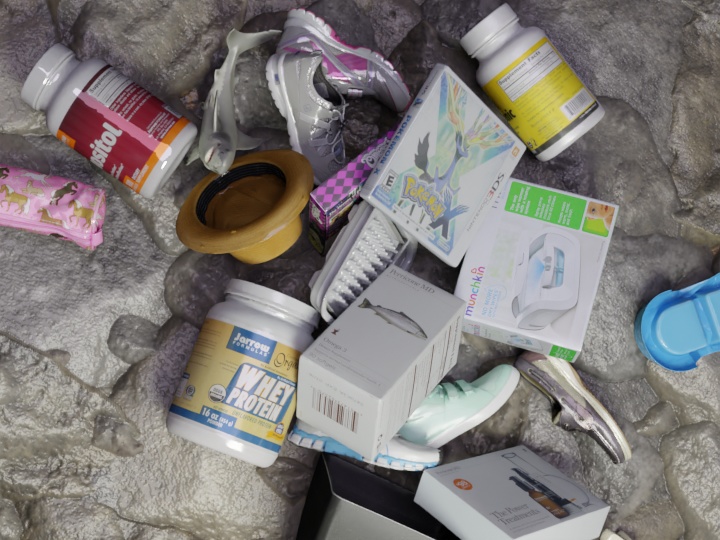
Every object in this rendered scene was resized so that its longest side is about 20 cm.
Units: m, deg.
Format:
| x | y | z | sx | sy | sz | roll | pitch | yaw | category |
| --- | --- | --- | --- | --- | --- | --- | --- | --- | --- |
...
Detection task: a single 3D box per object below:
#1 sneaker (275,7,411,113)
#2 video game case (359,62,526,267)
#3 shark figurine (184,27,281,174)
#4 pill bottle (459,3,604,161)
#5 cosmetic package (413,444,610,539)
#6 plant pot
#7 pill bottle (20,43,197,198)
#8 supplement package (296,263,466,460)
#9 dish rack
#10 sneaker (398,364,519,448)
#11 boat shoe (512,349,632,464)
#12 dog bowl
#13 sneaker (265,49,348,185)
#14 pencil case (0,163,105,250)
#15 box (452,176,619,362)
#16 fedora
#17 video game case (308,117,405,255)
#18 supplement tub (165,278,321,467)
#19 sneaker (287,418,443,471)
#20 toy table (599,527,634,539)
| x | y | z | sx | sy | sz | roll | pitch | yaw | category |
| --- | --- | --- | --- | --- | --- | --- | --- | --- | --- |
| -0.028 | -0.256 | 1.498 | 0.200 | 0.081 | 0.088 | 31 | 83 | 0 | sneaker |
| 0.105 | -0.123 | 1.382 | 0.200 | 0.022 | 0.183 | 35 | 84 | -45 | video game case |
| -0.159 | -0.201 | 1.459 | 0.089 | 0.128 | 0.215 | 17 | 67 | -23 | shark figurine |
| 0.225 | -0.255 | 1.527 | 0.111 | 0.111 | 0.200 | -39 | 92 | -13 | pill bottle |
| 0.188 | 0.287 | 1.402 | 0.200 | 0.151 | 0.052 | -4 | 116 | -45 | cosmetic package |
| 0.011 | 0.361 | 1.388 | 0.200 | 0.200 | 0.178 | 25 | 93 | -8 | plant pot |
| -0.312 | -0.188 | 1.411 | 0.200 | 0.113 | 0.113 | 35 | 79 | -5 | pill bottle |
| 0.026 | 0.108 | 1.391 | 0.117 | 0.117 | 0.200 | 26 | 47 | 21 | supplement package |
| 0.000 | 0.000 | 1.428 | 0.043 | 0.200 | 0.172 | 26 | 79 | 21 | dish rack |
| 0.105 | 0.152 | 1.476 | 0.200 | 0.074 | 0.118 | -33 | 97 | -10 | sneaker |
| 0.280 | 0.182 | 1.516 | 0.065 | 0.072 | 0.200 | -38 | 89 | -8 | boat shoe |
| 0.469 | 0.070 | 1.575 | 0.200 | 0.050 | 0.112 | -18 | 88 | -12 | dog bowl |
| -0.049 | -0.187 | 1.447 | 0.082 | 0.075 | 0.200 | -11 | 122 | 25 | sneaker |
| -0.410 | -0.082 | 1.395 | 0.200 | 0.083 | 0.087 | 11 | 81 | -11 | pencil case |
| 0.222 | -0.004 | 1.483 | 0.176 | 0.097 | 0.200 | 17 | 78 | 8 | box |
| -0.133 | -0.068 | 1.422 | 0.200 | 0.201 | 0.082 | -38 | 127 | -13 | fedora |
| 0.019 | -0.115 | 1.435 | 0.200 | 0.181 | 0.036 | -40 | 80 | -12 | video game case |
| -0.139 | 0.125 | 1.396 | 0.144 | 0.145 | 0.200 | 22 | 81 | -8 | supplement tub |
| 0.009 | 0.196 | 1.423 | 0.200 | 0.075 | 0.087 | 12 | 83 | 16 | sneaker |
| 0.350 | 0.422 | 1.460 | 0.200 | 0.184 | 0.117 | 36 | 92 | -32 | toy table |
